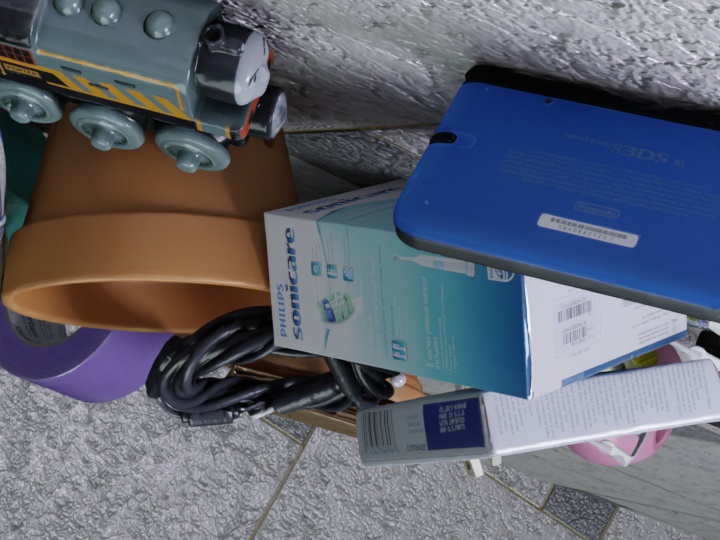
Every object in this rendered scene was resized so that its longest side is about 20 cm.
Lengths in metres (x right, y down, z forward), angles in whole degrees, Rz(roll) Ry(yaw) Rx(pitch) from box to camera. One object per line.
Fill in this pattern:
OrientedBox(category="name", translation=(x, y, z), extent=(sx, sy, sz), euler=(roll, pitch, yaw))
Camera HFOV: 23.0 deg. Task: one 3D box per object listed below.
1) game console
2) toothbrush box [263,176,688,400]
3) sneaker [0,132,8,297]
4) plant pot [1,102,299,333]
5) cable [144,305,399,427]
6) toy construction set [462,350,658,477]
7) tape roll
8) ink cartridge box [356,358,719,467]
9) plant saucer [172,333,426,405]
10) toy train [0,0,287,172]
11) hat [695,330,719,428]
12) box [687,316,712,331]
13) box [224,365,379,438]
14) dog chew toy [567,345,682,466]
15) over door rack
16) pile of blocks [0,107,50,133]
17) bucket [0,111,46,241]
OrientedBox(category="game console", translation=(0.141, -0.026, 0.907), extent=(0.199, 0.171, 0.119), euler=(14, 144, 22))
OrientedBox(category="toothbrush box", translation=(0.064, 0.002, 1.007), extent=(0.199, 0.086, 0.146), euler=(10, -161, 43))
OrientedBox(category="sneaker", translation=(-0.250, -0.034, 1.074), extent=(0.077, 0.201, 0.085), euler=(-6, -147, -15))
OrientedBox(category="plant pot", translation=(-0.123, -0.043, 1.115), extent=(0.199, 0.141, 0.200), euler=(0, 169, 0))
OrientedBox(category="cable", translation=(-0.053, 0.070, 1.146), extent=(0.162, 0.051, 0.200), euler=(7, 160, -14))
OrientedBox(category="toy construction set", translation=(0.130, 0.069, 1.346), extent=(0.199, 0.132, 0.092), euler=(-26, -157, -28))
OrientedBox(category="tape roll", translation=(-0.255, 0.017, 1.650), extent=(0.199, 0.201, 0.085), euler=(11, 169, 39))
OrientedBox(category="ink cartridge box", translation=(0.122, 0.083, 1.047), extent=(0.199, 0.044, 0.196), euler=(-7, 175, -22))
OrientedBox(category="plant saucer", translation=(-0.042, 0.066, 1.332), extent=(0.199, 0.038, 0.200), euler=(16, 171, 3))
OrientedBox(category="toy train", translation=(-0.139, -0.121, 0.991), extent=(0.199, 0.086, 0.114), euler=(16, 161, 9))
OrientedBox(category="hat", translation=(0.308, 0.083, 1.331), extent=(0.199, 0.081, 0.201), euler=(17, 167, 4))
OrientedBox(category="box", translation=(0.187, 0.000, 1.199), extent=(0.199, 0.038, 0.136), euler=(12, 169, 35))
OrientedBox(category="box", translation=(-0.031, 0.110, 1.403), extent=(0.162, 0.021, 0.200), euler=(16, 173, -5))
OrientedBox(category="dog chew toy", translation=(0.173, 0.085, 1.504), extent=(0.199, 0.125, 0.124), euler=(22, 174, 24))
OrientedBox(category="over door rack", translation=(0.132, 0.066, 1.186), extent=(0.199, 0.067, 0.148), euler=(20, 141, -10))
OrientedBox(category="pile of blocks", translation=(-0.194, -0.106, 1.234), extent=(0.082, 0.063, 0.200), euler=(12, 170, 33))
OrientedBox(category="bucket", translation=(-0.305, -0.068, 1.202), extent=(0.207, 0.135, 0.207), euler=(49, -170, -12))
